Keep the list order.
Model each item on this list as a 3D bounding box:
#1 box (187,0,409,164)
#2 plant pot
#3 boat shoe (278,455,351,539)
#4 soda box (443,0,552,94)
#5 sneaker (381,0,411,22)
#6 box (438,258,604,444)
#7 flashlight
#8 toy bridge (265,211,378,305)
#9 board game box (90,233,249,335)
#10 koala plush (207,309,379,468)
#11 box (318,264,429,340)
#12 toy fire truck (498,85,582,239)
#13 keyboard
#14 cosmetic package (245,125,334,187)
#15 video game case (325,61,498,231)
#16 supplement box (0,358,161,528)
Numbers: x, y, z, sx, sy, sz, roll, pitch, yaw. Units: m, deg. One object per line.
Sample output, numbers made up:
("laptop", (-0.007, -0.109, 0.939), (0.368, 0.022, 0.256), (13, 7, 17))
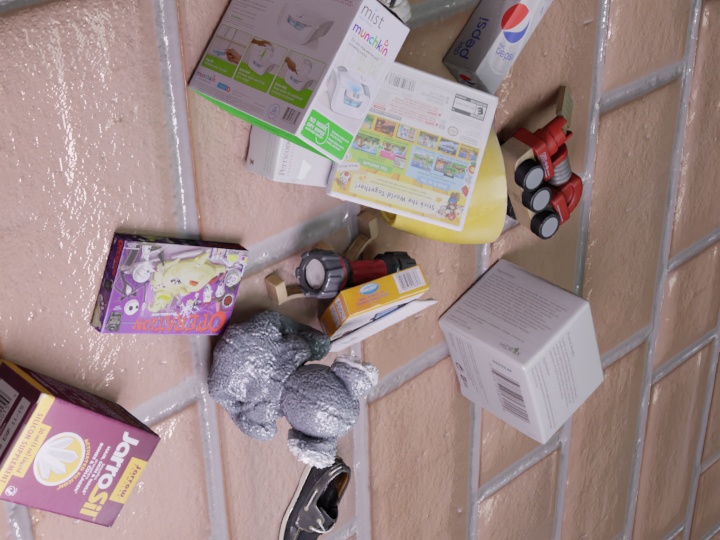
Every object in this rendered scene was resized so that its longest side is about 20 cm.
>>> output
("box", (-0.075, -0.245, 1.328), (0.096, 0.199, 0.178), (28, 89, -51))
("plant pot", (0.099, -0.124, 1.613), (0.141, 0.200, 0.202), (-11, 122, -17))
("boat shoe", (-0.071, 0.377, 1.783), (0.072, 0.067, 0.202), (8, 106, -50))
("soda box", (0.207, -0.358, 1.672), (0.201, 0.068, 0.063), (-57, 140, -6))
("sneaker", (-0.011, -0.321, 1.445), (0.200, 0.075, 0.088), (-50, 128, -45))
("box", (0.267, 0.130, 1.906), (0.171, 0.199, 0.200), (-41, 135, -21))
("flashlight", (0.000, 0.000, 1.604), (0.199, 0.068, 0.068), (-5, 123, -47))
("toy bridge", (-0.047, -0.008, 1.623), (0.199, 0.027, 0.068), (-35, 136, -29))
("board game box", (-0.233, 0.020, 1.440), (0.199, 0.032, 0.121), (3, 112, -48))
("koala plush", (-0.084, 0.159, 1.523), (0.178, 0.199, 0.184), (-56, 150, -7))
("box", (0.013, 0.049, 1.612), (0.118, 0.200, 0.042), (-19, 82, -17))
("toy fire truck", (0.305, -0.183, 1.854), (0.200, 0.129, 0.177), (-39, 136, -11))
("keyboard", (0.021, 0.080, 1.651), (0.056, 0.199, 0.011), (-9, 74, -51))
("cosmetic package", (-0.040, -0.160, 1.485), (0.199, 0.074, 0.103), (2, 105, -39))
("video game case", (0.068, -0.161, 1.480), (0.198, 0.023, 0.184), (14, 94, -26))
("supplement box", (-0.355, 0.206, 1.350), (0.200, 0.103, 0.132), (33, 85, -51))
